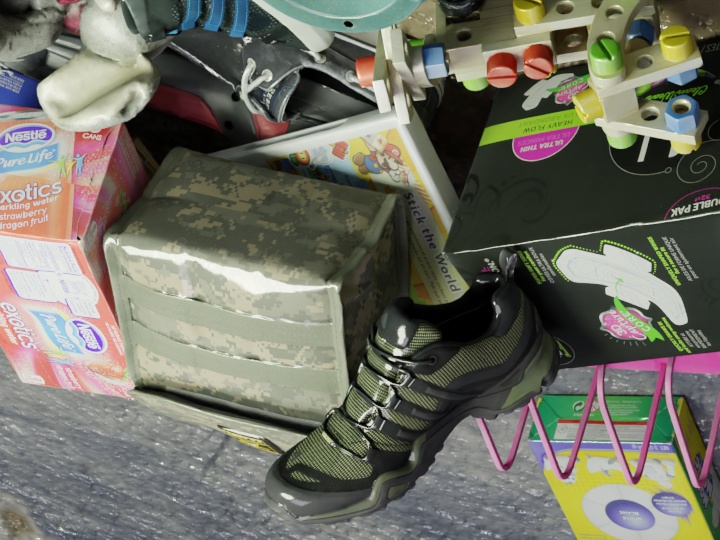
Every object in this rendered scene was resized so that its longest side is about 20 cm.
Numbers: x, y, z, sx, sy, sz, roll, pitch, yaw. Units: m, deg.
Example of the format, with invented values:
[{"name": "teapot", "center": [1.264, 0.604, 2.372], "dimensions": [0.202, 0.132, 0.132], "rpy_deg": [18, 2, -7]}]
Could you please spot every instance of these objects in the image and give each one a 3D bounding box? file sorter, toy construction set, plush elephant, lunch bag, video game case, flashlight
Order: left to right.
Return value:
[{"name": "plush elephant", "center": [-0.171, -0.175, 1.449], "dimensions": [0.154, 0.165, 0.200], "rpy_deg": [6, 144, 7]}, {"name": "flashlight", "center": [-0.111, -0.106, 1.583], "dimensions": [0.199, 0.068, 0.068], "rpy_deg": [17, 147, 5]}, {"name": "lunch bag", "center": [-0.059, 0.042, 1.519], "dimensions": [0.163, 0.118, 0.201], "rpy_deg": [13, 134, 21]}, {"name": "video game case", "center": [0.000, 0.000, 1.544], "dimensions": [0.181, 0.023, 0.201], "rpy_deg": [-12, 114, 38]}, {"name": "toy construction set", "center": [0.096, -0.122, 1.396], "dimensions": [0.199, 0.132, 0.092], "rpy_deg": [0, 142, -1]}, {"name": "file sorter", "center": [0.181, 0.064, 1.617], "dimensions": [0.199, 0.126, 0.139], "rpy_deg": [2, 141, 23]}]

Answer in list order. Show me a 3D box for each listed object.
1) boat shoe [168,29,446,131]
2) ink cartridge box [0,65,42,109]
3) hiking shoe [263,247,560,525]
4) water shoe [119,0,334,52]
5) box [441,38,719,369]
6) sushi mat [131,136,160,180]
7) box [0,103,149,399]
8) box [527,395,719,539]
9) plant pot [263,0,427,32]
[{"name": "boat shoe", "center": [-0.048, -0.126, 1.526], "dimensions": [0.199, 0.068, 0.072], "rpy_deg": [20, 145, 0]}, {"name": "ink cartridge box", "center": [-0.223, -0.078, 1.640], "dimensions": [0.094, 0.044, 0.200], "rpy_deg": [23, 164, -5]}, {"name": "hiking shoe", "center": [0.018, 0.065, 1.419], "dimensions": [0.076, 0.200, 0.101], "rpy_deg": [37, 157, 52]}, {"name": "water shoe", "center": [-0.100, -0.166, 1.390], "dimensions": [0.079, 0.072, 0.200], "rpy_deg": [-44, 135, 18]}, {"name": "box", "center": [0.176, -0.039, 1.463], "dimensions": [0.199, 0.149, 0.124], "rpy_deg": [-8, 136, 33]}, {"name": "sushi mat", "center": [-0.100, -0.014, 1.651], "dimensions": [0.200, 0.012, 0.096], "rpy_deg": [49, 167, -17]}, {"name": "box", "center": [-0.184, -0.009, 1.547], "dimensions": [0.102, 0.095, 0.200], "rpy_deg": [8, 150, 16]}, {"name": "box", "center": [0.209, 0.171, 1.814], "dimensions": [0.117, 0.049, 0.200], "rpy_deg": [-1, 141, 27]}, {"name": "plant pot", "center": [-0.002, -0.217, 1.328], "dimensions": [0.199, 0.135, 0.201], "rpy_deg": [13, 143, 10]}]
